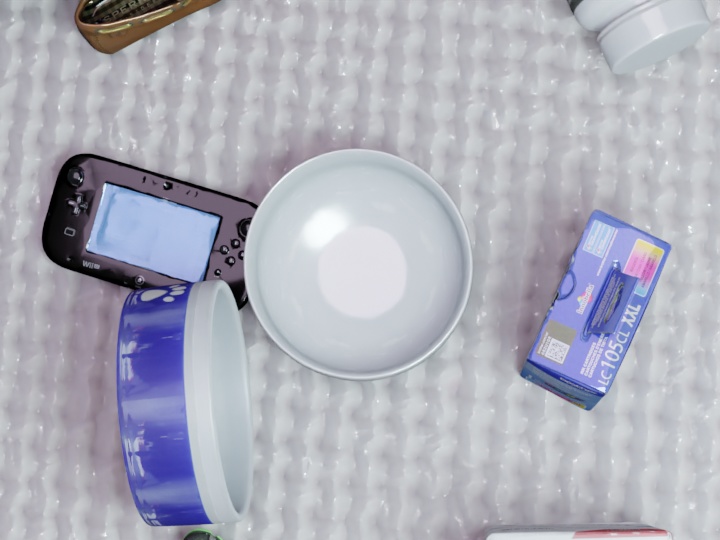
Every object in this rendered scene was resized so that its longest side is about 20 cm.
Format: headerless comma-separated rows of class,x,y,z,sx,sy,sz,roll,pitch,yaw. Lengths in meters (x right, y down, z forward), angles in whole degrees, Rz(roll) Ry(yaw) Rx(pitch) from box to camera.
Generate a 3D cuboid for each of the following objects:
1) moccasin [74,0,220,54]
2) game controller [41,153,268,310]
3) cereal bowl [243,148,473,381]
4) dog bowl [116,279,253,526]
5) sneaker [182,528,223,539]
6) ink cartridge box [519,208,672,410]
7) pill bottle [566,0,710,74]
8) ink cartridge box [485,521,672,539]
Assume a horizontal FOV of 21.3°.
moccasin,-0.168,-0.270,1.720,0.200,0.078,0.074,-26,80,-1
game controller,-0.182,-0.032,1.702,0.198,0.042,0.105,17,82,7
cereal bowl,0.000,0.000,1.664,0.198,0.083,0.202,-1,80,4
dog bowl,-0.143,0.111,1.597,0.078,0.200,0.202,-5,81,5
sneaker,-0.156,0.318,1.623,0.076,0.084,0.202,19,83,6
ink cartridge box,0.192,0.034,1.586,0.076,0.200,0.137,24,83,7
pill bottle,0.221,-0.282,1.678,0.113,0.114,0.201,-23,80,0
ink cartridge box,0.173,0.249,1.554,0.145,0.200,0.084,-2,84,4
